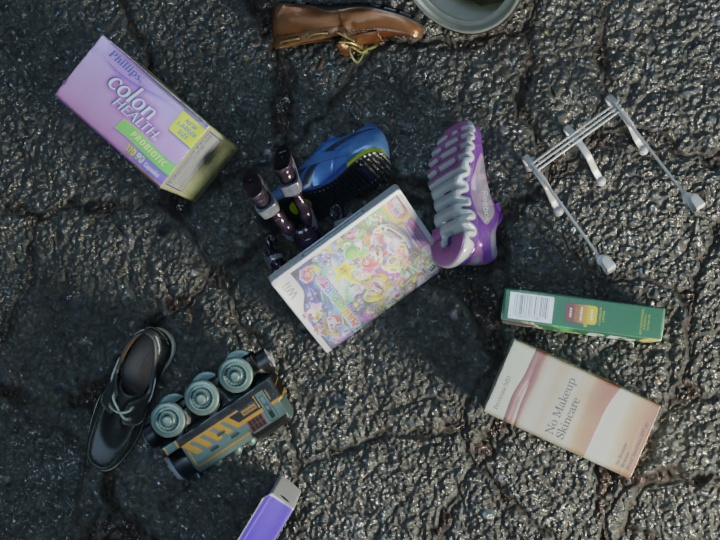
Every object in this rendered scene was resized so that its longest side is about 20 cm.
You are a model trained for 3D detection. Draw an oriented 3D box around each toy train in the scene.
[{"bbox_3d":[-0.181,0.186,1.719,0.199,0.085,0.115,-33,94,3],"label":"toy train"}]

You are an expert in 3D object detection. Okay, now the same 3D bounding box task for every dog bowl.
[{"bbox_3d":[0.141,-0.404,1.674,0.198,0.074,0.202,20,126,30],"label":"dog bowl"}]

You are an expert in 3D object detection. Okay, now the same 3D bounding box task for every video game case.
[{"bbox_3d":[0.000,0.000,1.696,0.199,0.018,0.144,-36,126,3],"label":"video game case"}]

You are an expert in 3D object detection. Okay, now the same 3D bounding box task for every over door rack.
[{"bbox_3d":[0.315,-0.104,1.683,0.147,0.067,0.201,-35,64,3],"label":"over door rack"}]

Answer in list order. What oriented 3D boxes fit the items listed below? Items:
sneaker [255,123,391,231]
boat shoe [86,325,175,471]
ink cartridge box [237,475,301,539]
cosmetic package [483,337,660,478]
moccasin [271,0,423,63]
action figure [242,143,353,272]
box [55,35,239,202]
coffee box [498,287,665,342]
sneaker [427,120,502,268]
[{"bbox_3d":[-0.051,-0.122,1.737,0.199,0.066,0.079,-30,47,13],"label":"sneaker"},{"bbox_3d":[-0.308,0.166,1.737,0.071,0.068,0.202,26,91,4],"label":"boat shoe"},{"bbox_3d":[-0.144,0.358,1.643,0.043,0.200,0.199,31,91,4],"label":"ink cartridge box"},{"bbox_3d":[0.262,0.170,1.671,0.198,0.087,0.105,23,90,6],"label":"cosmetic package"},{"bbox_3d":[-0.018,-0.308,1.731,0.198,0.074,0.079,2,96,3],"label":"moccasin"},{"bbox_3d":[-0.074,-0.055,1.689,0.129,0.070,0.201,-28,127,1],"label":"action figure"},{"bbox_3d":[-0.263,-0.185,1.683,0.176,0.200,0.097,41,91,5],"label":"box"},{"bbox_3d":[0.272,0.057,1.660,0.197,0.123,0.045,7,86,4],"label":"coffee box"},{"bbox_3d":[0.140,-0.091,1.707,0.088,0.080,0.203,16,66,-33],"label":"sneaker"}]
